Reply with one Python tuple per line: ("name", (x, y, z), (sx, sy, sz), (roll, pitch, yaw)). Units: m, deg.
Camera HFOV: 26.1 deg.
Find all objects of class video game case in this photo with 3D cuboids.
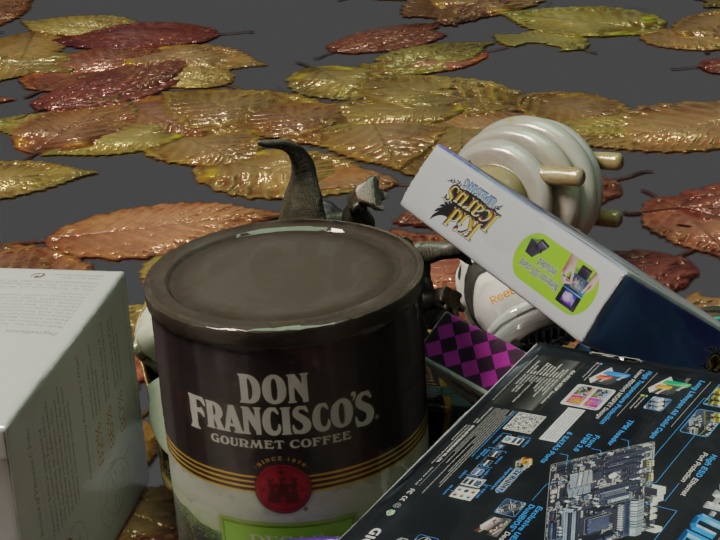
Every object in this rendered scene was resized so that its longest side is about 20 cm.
("video game case", (0.147, 0.107, 0.841), (0.036, 0.181, 0.200), (-55, 39, -7))
("video game case", (0.143, 0.018, 0.867), (0.200, 0.045, 0.181), (28, 9, -37))

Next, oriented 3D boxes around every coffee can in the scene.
("coffee can", (-0.034, 0.090, 0.845), (0.146, 0.200, 0.146), (-3, 23, 1))

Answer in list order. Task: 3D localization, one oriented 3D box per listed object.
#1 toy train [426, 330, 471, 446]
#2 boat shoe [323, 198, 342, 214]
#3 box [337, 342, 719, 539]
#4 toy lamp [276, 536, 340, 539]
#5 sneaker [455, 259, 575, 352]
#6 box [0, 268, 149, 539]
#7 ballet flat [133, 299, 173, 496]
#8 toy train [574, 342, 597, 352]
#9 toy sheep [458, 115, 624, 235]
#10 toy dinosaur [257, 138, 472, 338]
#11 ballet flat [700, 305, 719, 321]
("toy train", (0.025, 0.076, 1.035), (0.114, 0.085, 0.200), (7, 21, -6))
("boat shoe", (-0.071, 0.025, 1.053), (0.200, 0.060, 0.074), (-37, 19, 30))
("box", (0.094, 0.106, 0.639), (0.159, 0.046, 0.200), (8, 33, 37))
("toy lamp", (-0.097, 0.179, 0.769), (0.200, 0.058, 0.058), (-18, 23, 2))
("sneaker", (0.103, 0.022, 1.048), (0.074, 0.080, 0.200), (-27, -11, -2))
("box", (-0.207, 0.105, 0.897), (0.106, 0.152, 0.200), (2, 23, 10))
("ballet flat", (-0.111, 0.065, 0.984), (0.069, 0.063, 0.200), (-36, 51, 18))
("toy train", (0.131, 0.071, 1.013), (0.046, 0.034, 0.200), (25, 16, 30))
("toy sheep", (0.141, -0.066, 1.285), (0.138, 0.138, 0.200), (10, 11, 28))
("toy dinosaur", (0.000, 0.000, 0.916), (0.102, 0.200, 0.077), (-28, 45, 37))
("ballet flat", (0.277, 0.056, 1.066), (0.200, 0.068, 0.068), (3, 12, -11))
